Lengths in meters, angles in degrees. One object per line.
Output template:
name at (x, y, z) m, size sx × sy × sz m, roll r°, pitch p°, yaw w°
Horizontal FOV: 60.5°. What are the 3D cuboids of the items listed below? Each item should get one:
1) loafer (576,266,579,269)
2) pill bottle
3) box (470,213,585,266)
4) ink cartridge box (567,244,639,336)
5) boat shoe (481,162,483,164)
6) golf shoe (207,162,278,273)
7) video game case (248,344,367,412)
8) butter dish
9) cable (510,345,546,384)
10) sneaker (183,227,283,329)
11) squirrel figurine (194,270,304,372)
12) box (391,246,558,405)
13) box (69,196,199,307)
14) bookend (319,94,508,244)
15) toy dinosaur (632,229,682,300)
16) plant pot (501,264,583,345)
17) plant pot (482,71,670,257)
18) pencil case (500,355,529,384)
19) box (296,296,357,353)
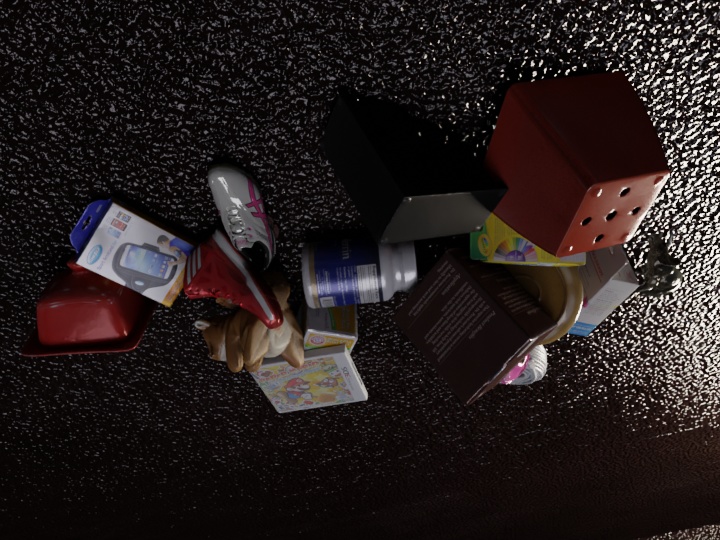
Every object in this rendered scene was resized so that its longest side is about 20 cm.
loafer at (0.314, 0.008, 1.153) m, size 0.198 × 0.077 × 0.068 m, roll -21°, pitch 173°, yaw 34°
pill bottle at (0.000, 0.000, 1.088) m, size 0.196 × 0.117 × 0.117 m, roll -6°, pitch 139°, yaw 2°
box at (0.275, -0.069, 1.032) m, size 0.196 × 0.120 × 0.048 m, roll 3°, pitch 177°, yaw -9°
ink cartridge box at (0.434, 0.014, 1.139) m, size 0.067 × 0.117 × 0.201 m, roll 11°, pitch 137°, yaw -17°
boat shoe at (0.108, -0.128, 0.993) m, size 0.197 × 0.073 × 0.065 m, roll -17°, pitch 167°, yaw -7°
golf shoe at (-0.186, -0.084, 0.997) m, size 0.071 × 0.093 × 0.201 m, roll -13°, pitch 137°, yaw 13°
video game case at (-0.101, 0.220, 1.229) m, size 0.196 × 0.023 × 0.183 m, roll -10°, pitch 138°, yaw 10°
butter dish at (-0.473, 0.043, 1.075) m, size 0.195 × 0.201 × 0.150 m, roll -2°, pitch 116°, yaw -4°
cable at (0.298, 0.190, 1.324) m, size 0.197 × 0.070 × 0.200 m, roll -5°, pitch 154°, yaw 31°
sneaker at (-0.222, 0.038, 1.044) m, size 0.115 × 0.201 × 0.078 m, roll -37°, pitch 164°, yaw 2°
squirrel figurine at (-0.216, 0.088, 1.147) m, size 0.184 × 0.204 × 0.140 m, roll -3°, pitch 177°, yaw 39°
box at (0.196, 0.086, 1.066) m, size 0.167 × 0.201 × 0.163 m, roll -51°, pitch 159°, yaw 26°
box at (-0.377, -0.033, 1.038) m, size 0.199 × 0.041 × 0.120 m, roll 31°, pitch 97°, yaw -35°
bookend at (0.074, -0.151, 0.897) m, size 0.196 × 0.202 × 0.093 m, roll -9°, pitch 147°, yaw -35°
toy dinosaur at (0.576, 0.018, 1.187) m, size 0.101 × 0.078 × 0.200 m, roll -19°, pitch 134°, yaw 27°
plant pot at (0.296, 0.038, 1.111) m, size 0.199 × 0.202 × 0.027 m, roll -37°, pitch 168°, yaw 32°
plant pot at (0.306, -0.136, 0.874) m, size 0.196 × 0.178 × 0.202 m, roll -11°, pitch 141°, yaw -17°
pencil case at (0.226, 0.140, 1.202) m, size 0.093 × 0.198 × 0.092 m, roll -26°, pitch 134°, yaw -41°
box at (-0.080, 0.137, 1.237) m, size 0.100 × 0.114 × 0.201 m, roll 10°, pitch 139°, yaw -14°
